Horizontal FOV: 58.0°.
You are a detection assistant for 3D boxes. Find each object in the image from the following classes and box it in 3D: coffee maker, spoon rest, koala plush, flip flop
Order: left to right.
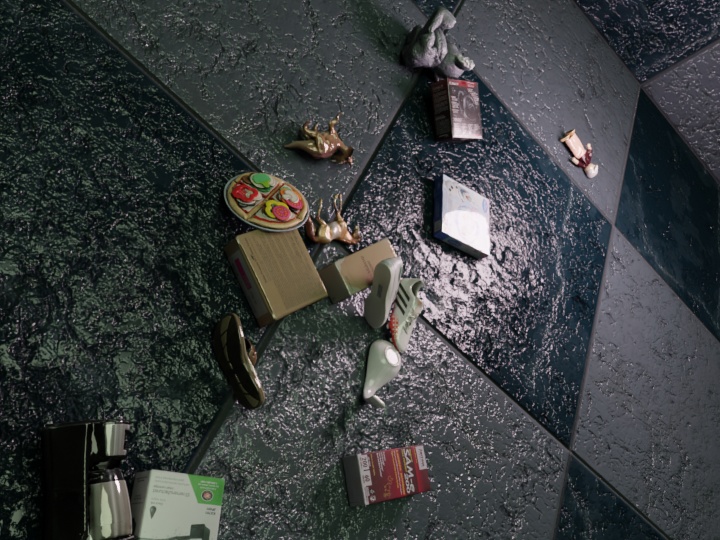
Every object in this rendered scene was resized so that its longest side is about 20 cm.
[{"bbox_3d":[-0.464,0.346,1.040,0.191,0.135,0.201,3,69,-37],"label":"coffee maker"},{"bbox_3d":[-0.241,0.185,1.334,0.058,0.081,0.201,-19,86,-59],"label":"flip flop"},{"bbox_3d":[0.047,0.248,1.559,0.099,0.061,0.200,45,37,-17],"label":"spoon rest"},{"bbox_3d":[0.248,-0.673,2.041,0.200,0.177,0.184,36,64,-23],"label":"koala plush"}]

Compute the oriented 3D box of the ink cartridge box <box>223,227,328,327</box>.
[{"bbox_3d":[-0.188,0.003,1.449,0.164,0.075,0.201,-22,86,-42],"label":"ink cartridge box"}]

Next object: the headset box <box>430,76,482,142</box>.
[{"bbox_3d":[0.301,-0.506,2.031,0.148,0.077,0.201,-9,92,-41],"label":"headset box"}]

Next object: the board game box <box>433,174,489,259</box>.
[{"bbox_3d":[0.303,-0.159,1.940,0.198,0.043,0.201,23,58,-30],"label":"board game box"}]

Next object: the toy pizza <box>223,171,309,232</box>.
[{"bbox_3d":[-0.210,-0.164,1.476,0.199,0.032,0.201,15,41,-13],"label":"toy pizza"}]

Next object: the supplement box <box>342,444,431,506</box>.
[{"bbox_3d":[0.062,0.461,1.468,0.199,0.061,0.109,4,69,-39],"label":"supplement box"}]

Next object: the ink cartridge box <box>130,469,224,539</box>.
[{"bbox_3d":[-0.330,0.462,1.133,0.146,0.083,0.201,19,61,-32],"label":"ink cartridge box"}]

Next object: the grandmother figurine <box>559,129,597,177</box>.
[{"bbox_3d":[0.852,-0.446,2.504,0.121,0.061,0.200,-40,102,-14],"label":"grandmother figurine"}]

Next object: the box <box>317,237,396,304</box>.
[{"bbox_3d":[0.000,0.000,1.602,0.200,0.078,0.095,-28,91,-43],"label":"box"}]

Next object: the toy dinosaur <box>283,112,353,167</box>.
[{"bbox_3d":[-0.090,-0.317,1.665,0.199,0.086,0.136,-22,93,-37],"label":"toy dinosaur"}]

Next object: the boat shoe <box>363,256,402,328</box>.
[{"bbox_3d":[0.059,0.051,1.565,0.072,0.201,0.068,31,40,33],"label":"boat shoe"}]

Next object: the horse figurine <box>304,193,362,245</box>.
[{"bbox_3d":[-0.079,-0.114,1.596,0.200,0.050,0.133,-20,105,-51],"label":"horse figurine"}]

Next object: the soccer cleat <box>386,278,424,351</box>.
[{"bbox_3d":[0.120,0.107,1.641,0.069,0.085,0.201,43,44,-45],"label":"soccer cleat"}]
